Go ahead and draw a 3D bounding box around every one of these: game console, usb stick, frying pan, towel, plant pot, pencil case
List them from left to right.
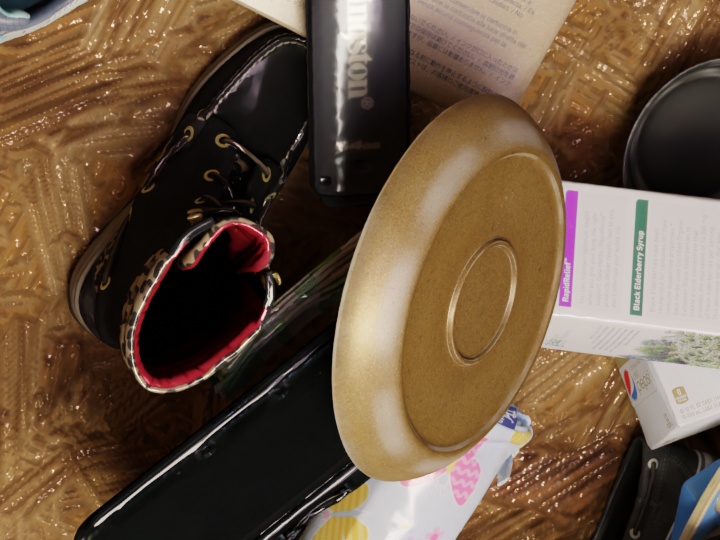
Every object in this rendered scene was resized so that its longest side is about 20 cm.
[{"bbox_3d":[-0.061,0.080,1.376,0.200,0.176,0.117,-37,117,-3],"label":"game console"},{"bbox_3d":[-0.001,-0.129,1.319,0.055,0.033,0.201,-7,113,-15],"label":"usb stick"},{"bbox_3d":[0.000,0.000,1.400,0.200,0.153,0.023,-40,86,-4],"label":"towel"},{"bbox_3d":[0.017,0.147,1.492,0.091,0.083,0.201,23,100,-44],"label":"pencil case"},{"bbox_3d":[0.052,0.013,1.303,0.200,0.027,0.201,-36,134,-47],"label":"plant pot"},{"bbox_3d":[0.232,-0.070,1.516,0.189,0.031,0.115,-1,114,-24],"label":"frying pan"}]

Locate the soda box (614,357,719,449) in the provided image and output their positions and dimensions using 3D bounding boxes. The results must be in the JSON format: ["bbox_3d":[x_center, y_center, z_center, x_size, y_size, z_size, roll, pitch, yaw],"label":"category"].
[{"bbox_3d":[0.253,0.037,1.533,0.199,0.068,0.064,-20,79,-13],"label":"soda box"}]

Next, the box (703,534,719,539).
[{"bbox_3d":[0.208,0.210,1.490,0.200,0.040,0.137,-10,125,-47],"label":"box"}]

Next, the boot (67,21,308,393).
[{"bbox_3d":[-0.071,-0.031,1.351,0.073,0.151,0.200,39,92,-20],"label":"boot"}]

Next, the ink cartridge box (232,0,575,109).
[{"bbox_3d":[0.021,-0.189,1.361,0.199,0.075,0.165,26,101,-22],"label":"ink cartridge box"}]

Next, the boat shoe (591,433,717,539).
[{"bbox_3d":[0.145,0.189,1.569,0.056,0.069,0.201,27,95,-13],"label":"boat shoe"}]

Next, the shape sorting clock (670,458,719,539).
[{"bbox_3d":[0.227,0.165,1.550,0.200,0.039,0.201,-35,141,-35],"label":"shape sorting clock"}]

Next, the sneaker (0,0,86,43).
[{"bbox_3d":[-0.204,-0.140,1.299,0.199,0.086,0.078,-27,116,-9],"label":"sneaker"}]

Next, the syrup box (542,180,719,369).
[{"bbox_3d":[0.190,0.007,1.455,0.199,0.079,0.082,8,74,-6],"label":"syrup box"}]
